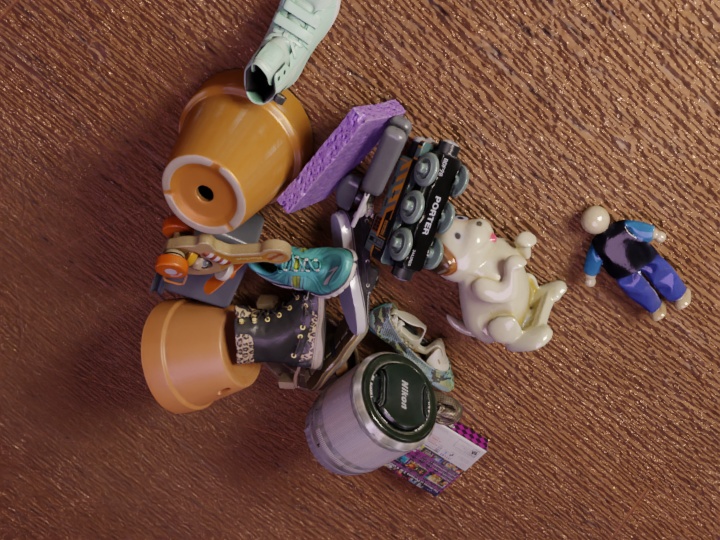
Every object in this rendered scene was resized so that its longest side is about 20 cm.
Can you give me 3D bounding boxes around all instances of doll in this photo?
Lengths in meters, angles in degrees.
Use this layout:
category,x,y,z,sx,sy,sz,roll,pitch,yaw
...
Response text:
category,x,y,z,sx,sy,sz,roll,pitch,yaw
doll,0.380,-0.012,1.120,0.136,0.049,0.200,-33,111,34

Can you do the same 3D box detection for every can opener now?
category,x,y,z,sx,sy,sz,roll,pitch,yaw
can opener,0.014,-0.136,1.106,0.066,0.053,0.201,28,139,-4

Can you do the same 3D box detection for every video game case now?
category,x,y,z,sx,sy,sz,roll,pitch,yaw
video game case,0.110,0.325,1.477,0.199,0.036,0.182,31,128,-6

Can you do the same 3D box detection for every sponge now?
category,x,y,z,sx,sy,sz,roll,pitch,yaw
sponge,-0.028,-0.161,1.106,0.030,0.111,0.200,52,128,8

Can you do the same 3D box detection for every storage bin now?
category,x,y,z,sx,sy,sz,roll,pitch,yaw
storage bin,-0.247,-0.029,1.275,0.133,0.147,0.201,21,131,-11

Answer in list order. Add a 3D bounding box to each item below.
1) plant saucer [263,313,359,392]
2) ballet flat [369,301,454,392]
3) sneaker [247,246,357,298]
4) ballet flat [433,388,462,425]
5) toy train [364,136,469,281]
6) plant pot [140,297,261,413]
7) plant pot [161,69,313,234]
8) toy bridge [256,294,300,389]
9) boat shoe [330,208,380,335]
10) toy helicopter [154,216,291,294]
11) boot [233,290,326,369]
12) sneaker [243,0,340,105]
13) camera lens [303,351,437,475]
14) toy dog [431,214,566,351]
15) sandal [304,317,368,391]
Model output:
category,x,y,z,sx,sy,sz,roll,pitch,yaw
plant saucer,-0.095,0.139,1.411,0.197,0.030,0.202,9,128,12
ballet flat,0.099,0.126,1.311,0.199,0.075,0.074,39,128,-14
sneaker,-0.090,-0.004,1.181,0.198,0.079,0.079,-1,163,39
ballet flat,0.084,0.219,1.358,0.198,0.046,0.068,19,104,34
toy train,0.075,-0.089,1.093,0.084,0.114,0.203,12,101,-35
plant pot,-0.263,0.139,1.360,0.138,0.201,0.202,-10,123,23
plant pot,-0.187,-0.155,1.118,0.197,0.184,0.202,9,128,12
toy bridge,-0.128,0.131,1.381,0.066,0.027,0.202,1,125,17
boat shoe,0.000,0.000,1.229,0.065,0.070,0.203,-14,103,-19
toy helicopter,-0.194,-0.017,1.155,0.197,0.080,0.133,-3,152,12
boot,-0.132,0.067,1.286,0.148,0.073,0.203,-1,107,-6
sneaker,-0.089,-0.303,1.015,0.073,0.119,0.201,28,129,-2
camera lens,0.017,0.237,1.287,0.159,0.161,0.200,37,137,-11
toy dog,0.183,0.004,1.162,0.193,0.140,0.201,-14,121,50
sandal,-0.036,0.144,1.339,0.054,0.081,0.200,21,129,-27
